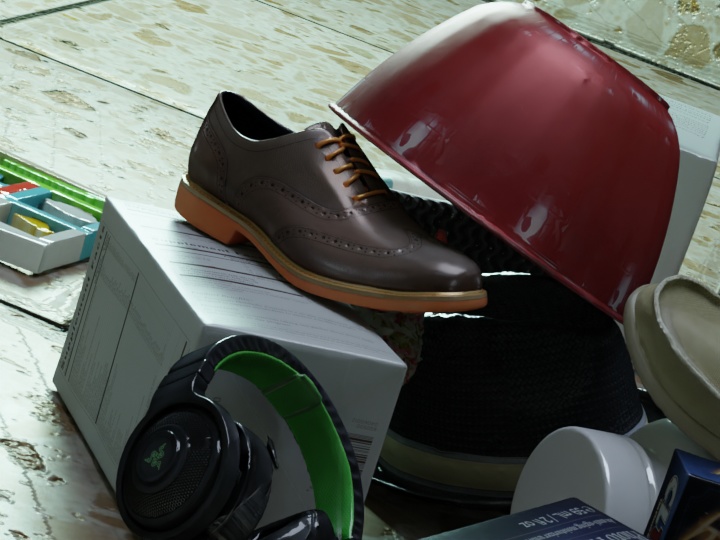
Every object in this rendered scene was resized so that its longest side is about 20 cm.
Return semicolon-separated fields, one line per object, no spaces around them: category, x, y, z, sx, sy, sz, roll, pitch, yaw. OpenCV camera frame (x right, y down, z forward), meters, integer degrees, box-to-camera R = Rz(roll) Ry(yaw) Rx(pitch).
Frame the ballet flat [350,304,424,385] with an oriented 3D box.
ballet flat;0.000;0.000;1.404;0.076;0.064;0.200;61;-7;-28

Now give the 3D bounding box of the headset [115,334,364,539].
headset;-0.043;0.110;1.120;0.124;0.094;0.200;51;36;-24

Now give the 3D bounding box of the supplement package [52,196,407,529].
supplement package;-0.071;0.052;1.307;0.109;0.114;0.200;12;15;-23

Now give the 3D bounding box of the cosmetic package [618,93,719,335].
cosmetic package;0.163;-0.050;1.906;0.165;0.168;0.200;21;15;5

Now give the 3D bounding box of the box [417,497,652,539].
box;0.102;0.192;1.002;0.198;0.124;0.200;28;17;26

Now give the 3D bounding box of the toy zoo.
toy zoo;-0.228;-0.040;1.637;0.131;0.021;0.200;24;14;15

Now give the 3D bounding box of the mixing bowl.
mixing bowl;0.093;-0.070;1.356;0.200;0.109;0.200;36;5;-3

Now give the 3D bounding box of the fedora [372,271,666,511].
fedora;0.080;0.058;1.418;0.199;0.092;0.201;-4;20;2

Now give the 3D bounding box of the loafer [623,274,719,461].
loafer;0.207;0.068;1.249;0.075;0.068;0.200;-11;52;-45

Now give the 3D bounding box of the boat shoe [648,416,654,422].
boat shoe;0.195;0.102;1.467;0.199;0.063;0.073;-4;33;-3

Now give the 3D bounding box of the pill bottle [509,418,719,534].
pill bottle;0.182;0.139;1.311;0.199;0.120;0.120;13;15;-27

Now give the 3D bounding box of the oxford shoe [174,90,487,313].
oxford shoe;-0.015;-0.033;1.308;0.199;0.073;0.071;25;20;33

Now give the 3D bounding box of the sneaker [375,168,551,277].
sneaker;0.059;-0.025;1.604;0.199;0.071;0.093;15;20;-6

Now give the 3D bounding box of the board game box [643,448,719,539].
board game box;0.215;0.176;1.185;0.199;0.136;0.035;17;15;-8
